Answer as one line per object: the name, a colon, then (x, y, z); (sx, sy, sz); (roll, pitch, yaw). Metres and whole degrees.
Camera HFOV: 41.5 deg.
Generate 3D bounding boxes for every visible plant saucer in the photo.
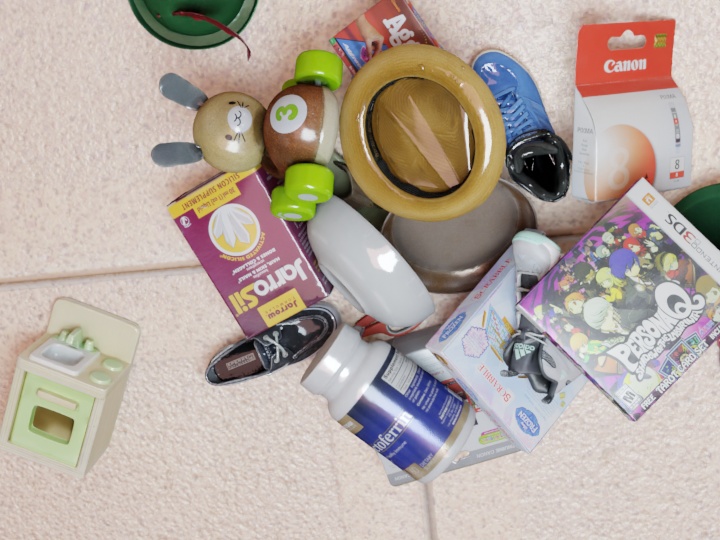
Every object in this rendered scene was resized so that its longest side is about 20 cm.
plant saucer: (0.121, -0.050, 1.190); (0.199, 0.032, 0.201); (-3, 134, -3)

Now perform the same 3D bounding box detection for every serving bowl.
serving bowl: (0.000, 0.000, 1.162); (0.066, 0.200, 0.200); (-43, 98, -9)

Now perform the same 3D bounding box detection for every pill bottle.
pill bottle: (0.032, 0.159, 1.165); (0.200, 0.116, 0.116); (37, 106, -3)

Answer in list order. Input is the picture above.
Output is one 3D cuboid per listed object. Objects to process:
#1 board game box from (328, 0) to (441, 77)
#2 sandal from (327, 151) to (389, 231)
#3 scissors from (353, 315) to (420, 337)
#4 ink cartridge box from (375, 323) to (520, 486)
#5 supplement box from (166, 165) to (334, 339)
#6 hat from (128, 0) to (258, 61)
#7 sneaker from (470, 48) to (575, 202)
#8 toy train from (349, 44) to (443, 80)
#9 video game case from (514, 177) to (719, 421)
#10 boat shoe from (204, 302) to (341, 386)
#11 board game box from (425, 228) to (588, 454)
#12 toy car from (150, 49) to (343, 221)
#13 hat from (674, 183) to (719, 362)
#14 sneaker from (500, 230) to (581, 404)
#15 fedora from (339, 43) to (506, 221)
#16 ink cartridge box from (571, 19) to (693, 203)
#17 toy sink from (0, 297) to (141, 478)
board game box: (0.061, -0.215, 1.106); (0.103, 0.019, 0.200); (-32, 101, 24)
sandal: (-0.029, -0.106, 1.215); (0.200, 0.057, 0.080); (34, 106, -4)
scissors: (-0.001, 0.088, 1.288); (0.200, 0.014, 0.073); (-36, 99, 14)
ink cartridge box: (0.104, 0.171, 1.264); (0.199, 0.084, 0.177); (-17, 104, 11)
supplement box: (-0.135, -0.036, 1.223); (0.130, 0.103, 0.201); (-29, 101, 12)
hat: (-0.207, -0.338, 1.108); (0.199, 0.176, 0.167); (4, 105, 5)
sneaker: (0.196, -0.173, 1.144); (0.076, 0.111, 0.201); (-25, 101, 12)
toy train: (0.071, -0.193, 1.170); (0.114, 0.087, 0.201); (-21, 106, 20)
video game case: (0.303, 0.031, 1.043); (0.200, 0.036, 0.181); (-45, 84, 0)
boat shoe: (-0.119, 0.103, 1.275); (0.199, 0.068, 0.072); (-22, 94, 12)
board game box: (0.208, 0.088, 1.181); (0.200, 0.041, 0.200); (-47, 115, -13)
toy car: (-0.132, -0.161, 1.078); (0.199, 0.158, 0.165); (8, 76, -15)
hat: (0.467, 0.007, 1.175); (0.175, 0.167, 0.200); (19, 144, -29)
sneaker: (0.200, 0.066, 1.097); (0.140, 0.078, 0.201); (-41, 113, -26)
fedora: (0.075, -0.156, 1.071); (0.199, 0.082, 0.202); (6, 110, 17)
ink cartridge box: (0.326, -0.189, 1.119); (0.161, 0.050, 0.201); (-11, 110, -28)
toy sink: (-0.398, 0.160, 1.300); (0.130, 0.112, 0.201); (21, 107, 0)
